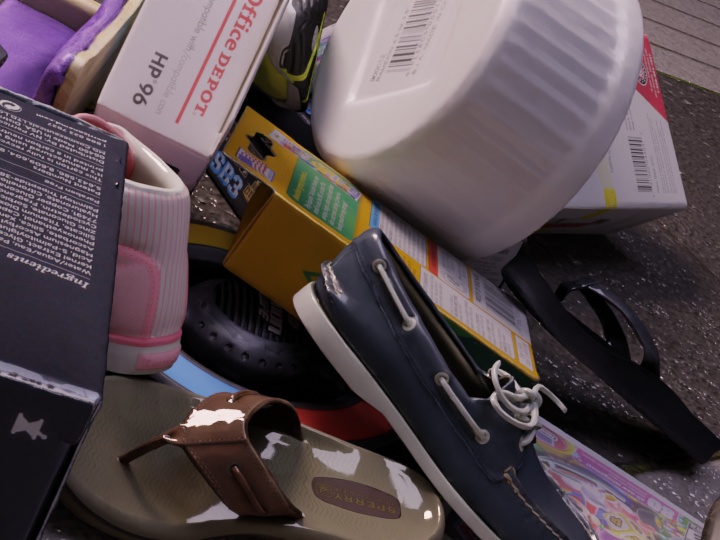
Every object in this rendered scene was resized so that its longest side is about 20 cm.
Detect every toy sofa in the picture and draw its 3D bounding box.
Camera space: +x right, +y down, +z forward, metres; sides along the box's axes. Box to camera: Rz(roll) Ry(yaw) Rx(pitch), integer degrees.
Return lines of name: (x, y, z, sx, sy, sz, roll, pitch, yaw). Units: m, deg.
toy sofa: (-0.193, -0.124, 0.945, 0.082, 0.098, 0.200, 26, 25, -6)

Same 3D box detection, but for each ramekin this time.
ramekin: (0.060, -0.116, 0.950, 0.097, 0.201, 0.201, 30, 19, -32)

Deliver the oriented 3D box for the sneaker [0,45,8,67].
sneaker: (-0.233, -0.082, 0.721, 0.082, 0.070, 0.200, 51, 31, -8)

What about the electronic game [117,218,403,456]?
electronic game: (-0.059, 0.033, 0.848, 0.198, 0.042, 0.200, 24, 23, -11)

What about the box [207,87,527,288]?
box: (-0.015, -0.070, 1.097, 0.197, 0.050, 0.200, 10, 29, -38)

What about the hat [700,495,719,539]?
hat: (0.220, 0.155, 0.837, 0.080, 0.203, 0.200, -5, 8, 28)

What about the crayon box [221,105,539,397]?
crayon box: (0.000, 0.000, 0.872, 0.199, 0.052, 0.126, 36, 15, -8)

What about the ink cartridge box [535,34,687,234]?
ink cartridge box: (0.149, -0.107, 1.222, 0.199, 0.083, 0.147, -1, 77, -49)

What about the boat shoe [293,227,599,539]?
boat shoe: (0.053, 0.067, 0.784, 0.200, 0.062, 0.075, 49, 14, 3)

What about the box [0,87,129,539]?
box: (-0.162, 0.034, 0.598, 0.103, 0.149, 0.201, 21, 24, -16)

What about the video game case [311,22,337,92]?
video game case: (0.058, -0.185, 1.166, 0.182, 0.198, 0.024, -84, 154, -73)

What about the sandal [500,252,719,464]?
sandal: (0.155, 0.044, 0.980, 0.200, 0.043, 0.076, 39, 6, -32)

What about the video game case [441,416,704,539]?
video game case: (0.112, 0.146, 0.839, 0.142, 0.018, 0.200, 33, 24, 8)

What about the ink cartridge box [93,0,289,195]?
ink cartridge box: (-0.095, -0.106, 0.869, 0.067, 0.117, 0.200, 25, -18, -9)

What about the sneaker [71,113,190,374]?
sneaker: (-0.161, -0.034, 0.753, 0.199, 0.106, 0.075, 21, 20, 23)

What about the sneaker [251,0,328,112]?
sneaker: (-0.065, -0.144, 1.020, 0.076, 0.076, 0.200, 13, 1, -8)

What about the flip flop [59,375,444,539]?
flip flop: (-0.045, 0.085, 0.712, 0.198, 0.058, 0.082, 18, 46, -21)
